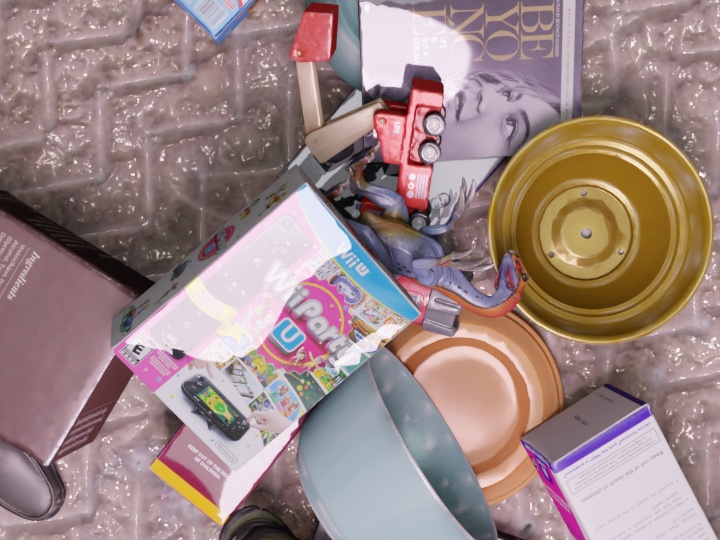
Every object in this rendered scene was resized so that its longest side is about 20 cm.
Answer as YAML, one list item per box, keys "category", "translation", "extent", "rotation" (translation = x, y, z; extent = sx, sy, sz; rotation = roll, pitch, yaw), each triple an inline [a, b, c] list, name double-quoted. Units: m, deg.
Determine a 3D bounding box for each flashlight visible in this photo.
- category: "flashlight"
  translation: [0.000, 0.000, 1.090]
  extent: [0.199, 0.068, 0.068]
  rotation: [18, 71, 9]

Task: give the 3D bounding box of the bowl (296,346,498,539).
- category: "bowl"
  translation: [0.019, 0.171, 1.013]
  extent: [0.105, 0.201, 0.201]
  rotation: [-32, 90, 11]

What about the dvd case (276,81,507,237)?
- category: "dvd case"
  translation: [0.042, -0.111, 1.128]
  extent: [0.150, 0.025, 0.200]
  rotation: [42, 90, 1]

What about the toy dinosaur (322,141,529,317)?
- category: "toy dinosaur"
  translation: [0.049, -0.022, 1.039]
  extent: [0.182, 0.200, 0.105]
  rotation: [49, 50, -14]

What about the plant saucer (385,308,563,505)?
- category: "plant saucer"
  translation: [0.092, 0.125, 1.121]
  extent: [0.199, 0.037, 0.201]
  rotation: [0, 90, 0]

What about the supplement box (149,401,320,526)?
- category: "supplement box"
  translation: [-0.089, 0.117, 1.086]
  extent: [0.086, 0.110, 0.200]
  rotation: [38, 90, 0]

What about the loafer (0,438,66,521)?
- category: "loafer"
  translation: [-0.357, 0.160, 1.108]
  extent: [0.200, 0.072, 0.073]
  rotation: [40, 89, 0]

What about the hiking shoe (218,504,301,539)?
- category: "hiking shoe"
  translation: [-0.030, 0.279, 1.030]
  extent: [0.199, 0.101, 0.076]
  rotation: [28, 98, -19]

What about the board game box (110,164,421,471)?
- category: "board game box"
  translation: [-0.076, 0.038, 0.962]
  extent: [0.200, 0.064, 0.148]
  rotation: [-41, 110, 4]

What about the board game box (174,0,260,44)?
- category: "board game box"
  translation: [-0.118, -0.337, 1.124]
  extent: [0.151, 0.037, 0.200]
  rotation: [44, 91, 1]

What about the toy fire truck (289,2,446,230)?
- category: "toy fire truck"
  translation: [0.003, -0.125, 1.062]
  extent: [0.140, 0.049, 0.201]
  rotation: [9, 112, 1]

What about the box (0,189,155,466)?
- category: "box"
  translation: [-0.297, 0.042, 1.061]
  extent: [0.199, 0.166, 0.165]
  rotation: [31, 89, 1]

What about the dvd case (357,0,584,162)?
- category: "dvd case"
  translation: [0.099, -0.173, 1.080]
  extent: [0.199, 0.016, 0.149]
  rotation: [-3, 112, -2]

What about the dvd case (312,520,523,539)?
- category: "dvd case"
  translation: [0.046, 0.292, 1.112]
  extent: [0.199, 0.025, 0.151]
  rotation: [18, 97, 0]

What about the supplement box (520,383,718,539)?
- category: "supplement box"
  translation: [0.240, 0.218, 1.068]
  extent: [0.103, 0.101, 0.201]
  rotation: [-31, 98, -5]

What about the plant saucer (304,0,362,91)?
- category: "plant saucer"
  translation: [0.047, -0.255, 1.101]
  extent: [0.199, 0.036, 0.201]
  rotation: [0, 89, 1]

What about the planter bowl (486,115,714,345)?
- category: "planter bowl"
  translation: [0.211, -0.035, 1.096]
  extent: [0.199, 0.083, 0.202]
  rotation: [0, 90, 2]
